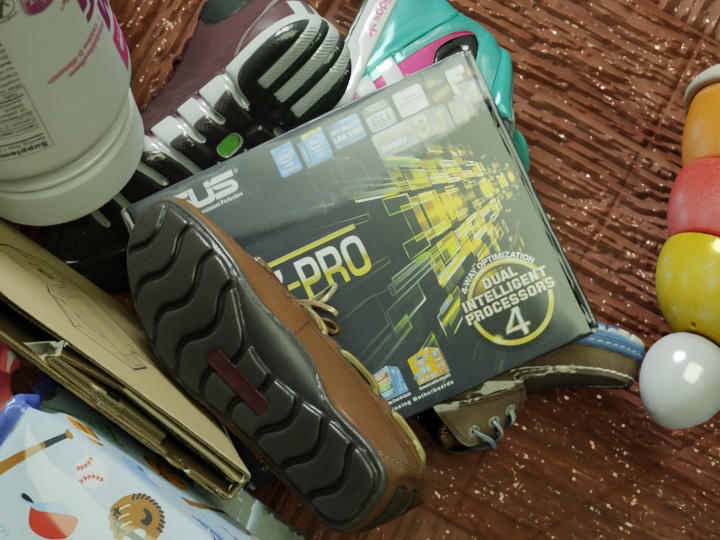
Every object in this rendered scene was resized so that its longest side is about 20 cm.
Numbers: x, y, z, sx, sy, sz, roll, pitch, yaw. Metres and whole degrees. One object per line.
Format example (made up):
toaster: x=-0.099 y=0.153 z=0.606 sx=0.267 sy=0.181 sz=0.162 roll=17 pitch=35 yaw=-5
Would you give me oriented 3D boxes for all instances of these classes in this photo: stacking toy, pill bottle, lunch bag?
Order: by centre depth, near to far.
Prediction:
lunch bag: x=-0.148 y=0.179 z=1.207 sx=0.170 sy=0.124 sz=0.200 roll=39 pitch=94 yaw=1
pill bottle: x=-0.178 y=-0.116 z=1.280 sx=0.113 sy=0.200 sz=0.113 roll=-7 pitch=55 yaw=10
stacking toy: x=0.208 y=0.001 z=1.409 sx=0.146 sy=0.146 sz=0.200 roll=29 pitch=72 yaw=-2

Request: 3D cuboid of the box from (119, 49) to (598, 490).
box: x=0.000 y=0.000 z=1.345 sx=0.200 sy=0.049 sz=0.161 roll=-24 pitch=88 yaw=2

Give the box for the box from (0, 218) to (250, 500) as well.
box: x=-0.142 y=0.028 z=1.282 sx=0.163 sy=0.200 sz=0.021 roll=38 pitch=94 yaw=-24

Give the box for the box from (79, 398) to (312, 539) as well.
box: x=-0.104 y=0.182 z=1.314 sx=0.200 sy=0.086 sz=0.164 roll=38 pitch=77 yaw=1

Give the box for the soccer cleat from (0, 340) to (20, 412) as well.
soccer cleat: x=-0.221 y=0.084 z=1.275 sx=0.076 sy=0.200 sz=0.067 roll=37 pitch=46 yaw=15

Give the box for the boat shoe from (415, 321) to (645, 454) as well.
boat shoe: x=0.053 y=0.061 z=1.405 sx=0.200 sy=0.072 sz=0.072 roll=1 pitch=78 yaw=-1

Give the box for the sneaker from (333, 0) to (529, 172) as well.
sneaker: x=0.029 y=-0.056 z=1.425 sx=0.121 sy=0.084 sz=0.200 roll=22 pitch=73 yaw=3

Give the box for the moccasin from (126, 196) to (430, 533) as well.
moccasin: x=-0.040 y=0.042 z=1.287 sx=0.201 sy=0.078 sz=0.074 roll=42 pitch=110 yaw=20

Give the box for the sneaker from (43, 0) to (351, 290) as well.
sneaker: x=-0.092 y=-0.079 z=1.415 sx=0.200 sy=0.116 sz=0.076 roll=-38 pitch=121 yaw=10
